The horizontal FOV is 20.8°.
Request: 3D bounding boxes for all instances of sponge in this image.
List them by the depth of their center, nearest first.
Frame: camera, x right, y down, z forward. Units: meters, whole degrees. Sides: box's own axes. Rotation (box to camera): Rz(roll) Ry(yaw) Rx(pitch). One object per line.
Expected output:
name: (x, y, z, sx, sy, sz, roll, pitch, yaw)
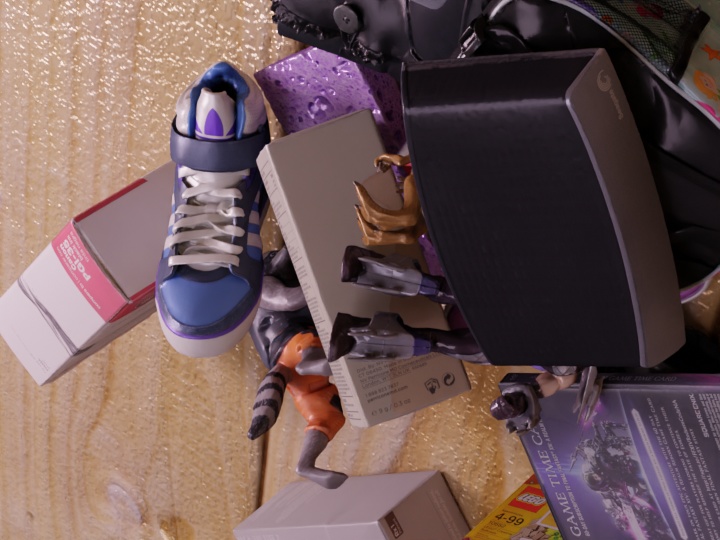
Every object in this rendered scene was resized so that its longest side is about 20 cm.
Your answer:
sponge: (0.008, -0.071, 1.411, 0.112, 0.030, 0.200, -13, 108, 51)

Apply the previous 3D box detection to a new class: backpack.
backpack: (0.153, -0.089, 1.138, 0.200, 0.151, 0.178, 40, 140, 2)

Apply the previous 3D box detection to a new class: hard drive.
hard drive: (0.099, -0.027, 1.092, 0.135, 0.042, 0.200, 0, 127, 29)

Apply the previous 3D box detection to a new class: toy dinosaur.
toy dinosaur: (0.054, -0.041, 1.198, 0.200, 0.106, 0.060, -117, 11, -48)

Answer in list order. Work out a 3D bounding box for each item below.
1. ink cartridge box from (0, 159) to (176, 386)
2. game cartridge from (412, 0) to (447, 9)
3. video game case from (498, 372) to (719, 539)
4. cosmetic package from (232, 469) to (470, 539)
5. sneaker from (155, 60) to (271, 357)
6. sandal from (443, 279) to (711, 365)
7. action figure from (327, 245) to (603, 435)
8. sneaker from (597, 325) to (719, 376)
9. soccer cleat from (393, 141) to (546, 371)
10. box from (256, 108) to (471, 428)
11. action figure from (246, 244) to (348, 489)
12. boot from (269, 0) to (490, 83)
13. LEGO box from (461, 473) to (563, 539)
ink cartridge box: (-0.196, -0.002, 1.584, 0.083, 0.146, 0.200, 54, 143, 1)
game cartridge: (0.035, -0.255, 1.104, 0.200, 0.133, 0.042, -61, 34, 20)
video game case: (0.196, 0.129, 1.279, 0.200, 0.019, 0.143, -2, 121, 42)
cosmetic package: (-0.001, 0.232, 1.616, 0.200, 0.090, 0.107, -11, 110, 47)
sneaker: (-0.109, -0.056, 1.396, 0.080, 0.200, 0.147, 3, 137, 9)
sandal: (0.133, 0.020, 1.281, 0.203, 0.050, 0.082, -24, 116, 32)
action figure: (0.084, 0.036, 1.236, 0.200, 0.069, 0.130, 7, 92, 5)
sneaker: (0.191, 0.071, 1.304, 0.200, 0.066, 0.091, 4, 119, 41)
soccer cleat: (0.082, -0.011, 1.340, 0.067, 0.076, 0.200, -5, 115, 48)
box: (0.000, 0.000, 1.324, 0.095, 0.078, 0.200, 165, 86, -83)
action figure: (-0.052, 0.037, 1.458, 0.194, 0.105, 0.200, -109, 4, -53)
boot: (0.021, -0.193, 1.249, 0.168, 0.076, 0.200, 30, 144, 14)
LEGO box: (0.169, 0.230, 1.379, 0.200, 0.149, 0.077, 12, 127, 40)
